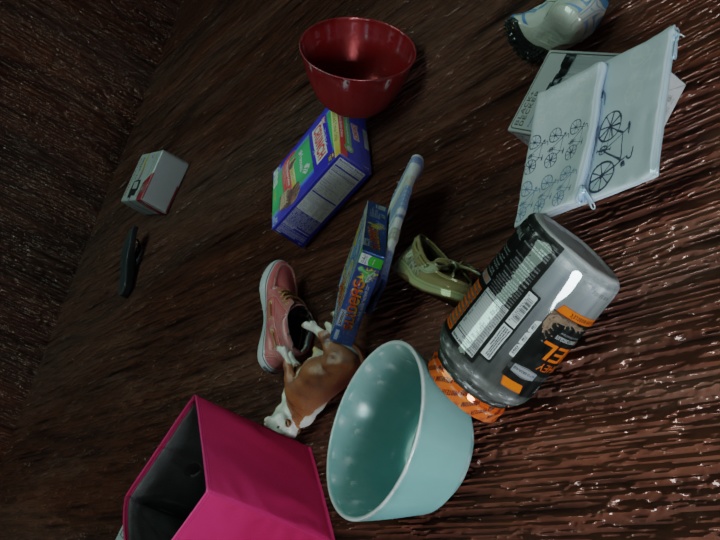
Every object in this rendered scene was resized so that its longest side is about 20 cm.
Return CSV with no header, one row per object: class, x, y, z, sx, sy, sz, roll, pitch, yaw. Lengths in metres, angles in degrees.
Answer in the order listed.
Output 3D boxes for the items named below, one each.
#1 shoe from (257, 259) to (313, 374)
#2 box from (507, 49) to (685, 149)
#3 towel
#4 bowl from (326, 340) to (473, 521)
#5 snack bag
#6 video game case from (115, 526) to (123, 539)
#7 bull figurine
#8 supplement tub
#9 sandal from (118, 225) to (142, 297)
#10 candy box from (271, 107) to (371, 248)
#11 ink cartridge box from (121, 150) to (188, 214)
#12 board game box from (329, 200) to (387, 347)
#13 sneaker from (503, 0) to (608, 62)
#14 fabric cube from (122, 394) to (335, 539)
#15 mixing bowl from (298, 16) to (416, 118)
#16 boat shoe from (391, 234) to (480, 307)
shoe,-0.114,0.061,1.576,0.090,0.071,0.204,-32,45,42
box,0.266,-0.187,1.132,0.118,0.059,0.200,-61,26,2
towel,0.045,-0.049,1.376,0.147,0.023,0.203,115,172,-65
bowl,0.054,0.191,1.098,0.201,0.103,0.204,-46,33,41
snack bag,0.248,-0.149,1.040,0.199,0.021,0.192,-20,48,53
video game case,-0.412,0.527,1.721,0.181,0.023,0.203,13,76,63
bull figurine,-0.070,0.150,1.396,0.199,0.065,0.123,-38,66,27
supplement tub,0.165,0.052,1.022,0.201,0.121,0.123,-53,28,17
sandal,-0.596,-0.020,2.544,0.076,0.042,0.204,-39,43,50
candy box,-0.071,-0.170,1.698,0.200,0.076,0.171,-44,31,29
ink cartridge box,-0.550,-0.231,2.599,0.199,0.082,0.148,4,69,61
board game box,0.000,0.000,1.362,0.201,0.034,0.138,-84,13,-68
sneaker,0.255,-0.324,1.290,0.072,0.073,0.199,-31,14,-17
fabric cube,-0.180,0.328,1.297,0.201,0.197,0.197,-53,29,16
mixing bowl,-0.008,-0.329,1.647,0.202,0.195,0.110,-95,8,-47
boat shoe,0.098,0.000,1.245,0.064,0.072,0.200,-63,26,3
